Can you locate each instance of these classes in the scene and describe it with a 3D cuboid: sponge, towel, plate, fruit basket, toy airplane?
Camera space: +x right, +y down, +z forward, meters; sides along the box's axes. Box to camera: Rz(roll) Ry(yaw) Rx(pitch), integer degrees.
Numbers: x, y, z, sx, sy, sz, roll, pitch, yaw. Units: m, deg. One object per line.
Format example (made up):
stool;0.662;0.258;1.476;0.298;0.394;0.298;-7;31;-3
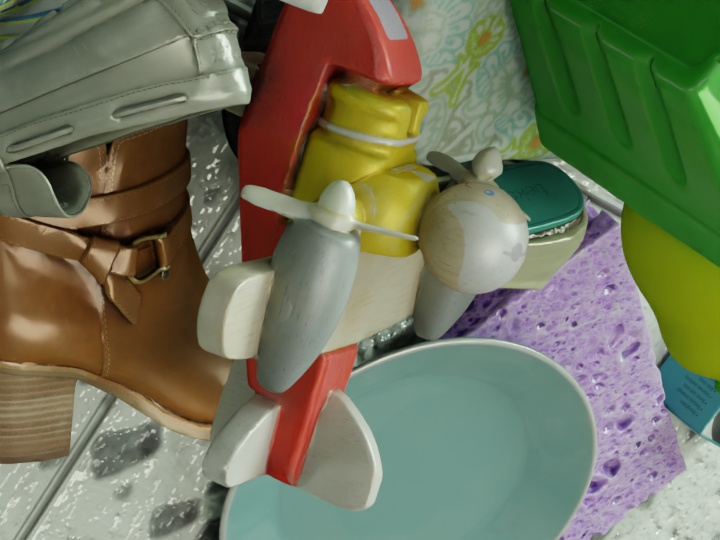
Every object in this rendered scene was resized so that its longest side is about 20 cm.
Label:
sponge;0.103;0.067;1.427;0.111;0.030;0.201;-35;137;-14
towel;0.094;-0.130;1.261;0.199;0.048;0.172;-4;121;-38
plate;0.022;0.105;1.367;0.199;0.026;0.201;-12;132;-14
fruit basket;0.167;-0.053;1.195;0.155;0.216;0.216;-40;138;-6
toy airplane;0.000;0.000;1.118;0.200;0.140;0.201;67;31;-45

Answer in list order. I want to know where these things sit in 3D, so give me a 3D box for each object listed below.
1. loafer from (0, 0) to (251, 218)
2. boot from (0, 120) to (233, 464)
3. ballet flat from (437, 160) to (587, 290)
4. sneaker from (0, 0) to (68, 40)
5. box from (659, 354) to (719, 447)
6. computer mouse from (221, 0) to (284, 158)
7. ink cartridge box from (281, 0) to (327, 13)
loafer;-0.133;-0.048;1.065;0.199;0.070;0.070;-28;177;22
boot;-0.086;-0.005;1.187;0.199;0.074;0.156;-13;121;-40
ballet flat;0.024;-0.010;1.283;0.199;0.069;0.070;-3;122;-41
sneaker;-0.158;-0.106;1.023;0.199;0.105;0.076;2;119;-40
box;0.246;0.009;1.489;0.082;0.049;0.201;29;99;-47
computer mouse;-0.023;-0.129;1.172;0.058;0.034;0.201;3;120;-18
ink cartridge box;-0.043;-0.214;1.011;0.144;0.083;0.201;20;110;-8
